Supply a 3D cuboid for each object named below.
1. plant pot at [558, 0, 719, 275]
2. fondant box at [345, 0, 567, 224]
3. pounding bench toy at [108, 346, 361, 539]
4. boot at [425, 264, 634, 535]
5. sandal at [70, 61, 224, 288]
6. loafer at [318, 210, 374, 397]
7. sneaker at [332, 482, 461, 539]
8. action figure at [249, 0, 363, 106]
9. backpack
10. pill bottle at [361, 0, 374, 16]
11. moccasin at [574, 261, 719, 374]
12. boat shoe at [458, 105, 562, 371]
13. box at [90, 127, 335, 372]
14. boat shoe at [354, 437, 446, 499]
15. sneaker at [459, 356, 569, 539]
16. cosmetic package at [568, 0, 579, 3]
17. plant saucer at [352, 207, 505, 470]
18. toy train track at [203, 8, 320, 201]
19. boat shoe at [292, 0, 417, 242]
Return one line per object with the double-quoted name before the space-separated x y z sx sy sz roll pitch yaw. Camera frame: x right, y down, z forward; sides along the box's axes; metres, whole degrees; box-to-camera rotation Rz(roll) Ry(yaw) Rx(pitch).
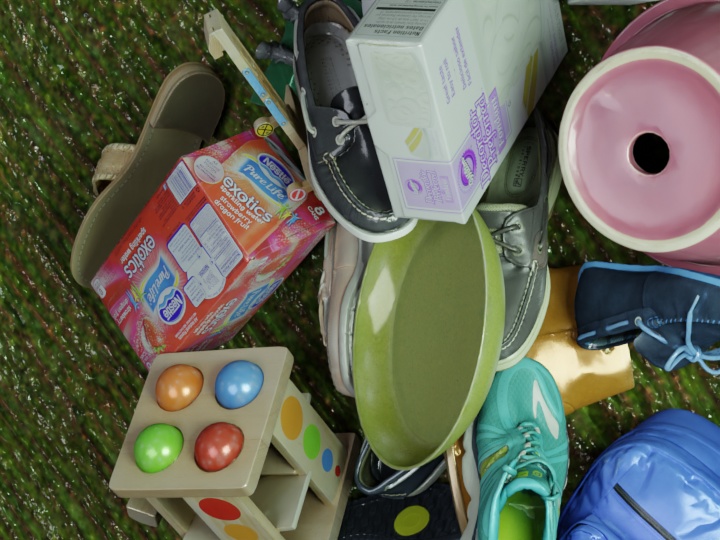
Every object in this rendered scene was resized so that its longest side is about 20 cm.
"plant pot" 0.222 -0.086 1.157 0.199 0.179 0.202 5 101 29
"fondant box" 0.070 -0.150 1.182 0.058 0.200 0.145 8 135 28
"pounding bench toy" -0.130 0.149 1.389 0.199 0.156 0.125 -5 51 28
"boot" 0.127 0.098 1.272 0.143 0.071 0.203 -6 82 0
"sandal" -0.184 -0.088 1.477 0.212 0.077 0.070 -59 38 17
"loafer" 0.000 0.000 1.359 0.063 0.072 0.201 -4 76 47
"sneaker" 0.022 0.224 1.406 0.199 0.066 0.079 -15 126 22
"action figure" 0.018 -0.146 1.341 0.199 0.055 0.119 26 98 19
"backpack" 0.204 0.212 1.227 0.162 0.168 0.200 40 114 11
"pill bottle" 0.037 -0.278 1.272 0.111 0.111 0.202 1 97 31
"moccasin" 0.214 0.036 1.176 0.200 0.080 0.069 5 82 67
"boat shoe" 0.099 -0.029 1.247 0.071 0.066 0.202 2 61 24
"box" -0.119 -0.013 1.390 0.100 0.095 0.200 55 139 11
"boat shoe" 0.062 0.091 1.343 0.075 0.062 0.200 47 110 22
"sneaker" 0.111 0.143 1.180 0.077 0.201 0.080 13 146 -8
"cosmetic package" 0.169 -0.216 1.152 0.050 0.200 0.083 3 98 1
"plant saucer" 0.050 0.039 1.224 0.200 0.031 0.202 -172 90 -66
"toy train track" -0.068 -0.110 1.277 0.032 0.200 0.115 -25 48 10
"boat shoe" -0.005 -0.111 1.246 0.073 0.060 0.201 -10 55 -5
